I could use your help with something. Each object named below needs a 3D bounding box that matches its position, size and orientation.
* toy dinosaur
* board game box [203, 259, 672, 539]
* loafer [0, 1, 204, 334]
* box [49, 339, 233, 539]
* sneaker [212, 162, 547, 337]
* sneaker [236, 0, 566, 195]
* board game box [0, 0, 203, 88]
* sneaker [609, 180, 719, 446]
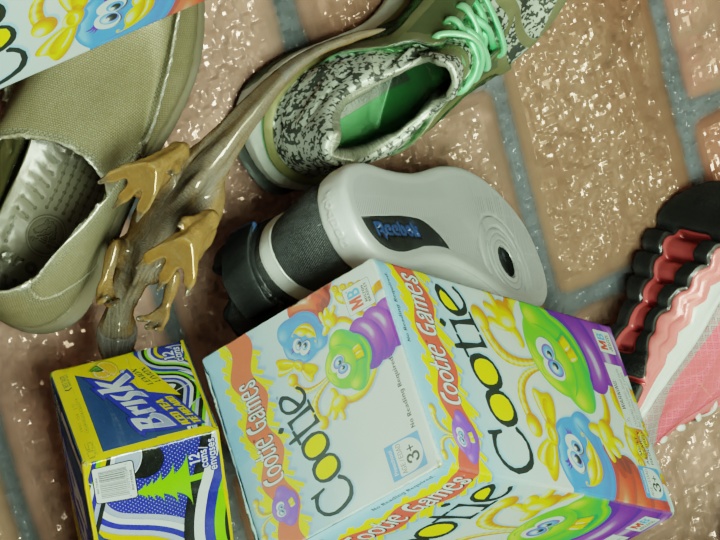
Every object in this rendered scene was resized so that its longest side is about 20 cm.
[{"bbox_3d":[-0.075,-0.039,1.327,0.060,0.106,0.200,37,102,-1],"label":"toy dinosaur"},{"bbox_3d":[0.039,0.077,1.375,0.200,0.103,0.105,15,51,-53],"label":"board game box"},{"bbox_3d":[-0.123,-0.066,1.329,0.076,0.067,0.200,16,94,8],"label":"loafer"},{"bbox_3d":[-0.092,0.133,1.356,0.064,0.070,0.200,-13,129,-11],"label":"box"},{"bbox_3d":[0.000,0.000,1.429,0.200,0.112,0.073,15,53,-58],"label":"sneaker"},{"bbox_3d":[0.038,-0.098,1.411,0.200,0.089,0.077,-39,116,-16],"label":"sneaker"},{"bbox_3d":[-0.147,-0.155,1.257,0.200,0.105,0.103,-25,152,-15],"label":"board game box"},{"bbox_3d":[0.160,0.055,1.518,0.087,0.074,0.200,40,81,-30],"label":"sneaker"}]
